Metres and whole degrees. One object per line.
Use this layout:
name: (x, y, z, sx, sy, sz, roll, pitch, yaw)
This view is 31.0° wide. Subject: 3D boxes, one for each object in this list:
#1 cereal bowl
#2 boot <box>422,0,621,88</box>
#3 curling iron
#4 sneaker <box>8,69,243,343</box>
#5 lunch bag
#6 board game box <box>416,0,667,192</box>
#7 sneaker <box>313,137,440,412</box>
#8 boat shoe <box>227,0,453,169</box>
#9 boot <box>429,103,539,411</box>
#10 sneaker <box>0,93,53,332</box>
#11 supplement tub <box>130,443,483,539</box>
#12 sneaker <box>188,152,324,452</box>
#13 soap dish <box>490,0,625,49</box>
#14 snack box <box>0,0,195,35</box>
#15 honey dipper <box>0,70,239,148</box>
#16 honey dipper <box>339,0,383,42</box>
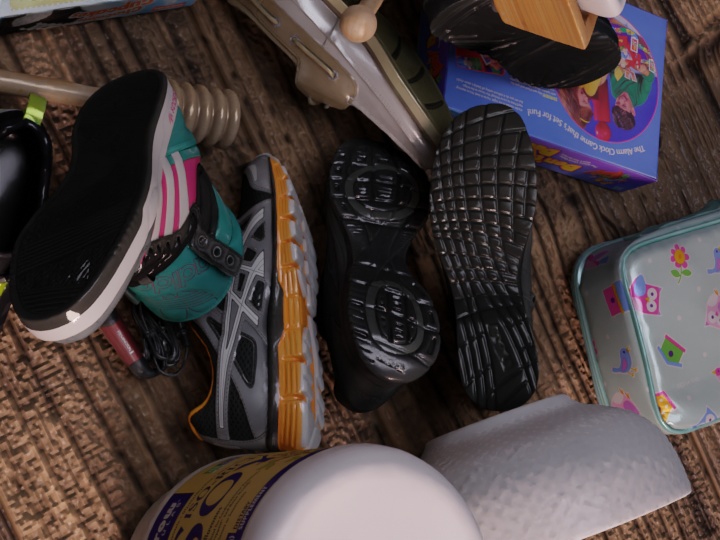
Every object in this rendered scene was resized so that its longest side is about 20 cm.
cereal bowl: (0.097, 0.132, 0.808, 0.199, 0.200, 0.084, -14, 78, -32)
boot: (0.097, -0.223, 0.893, 0.198, 0.073, 0.163, 12, 60, -44)
curling iron: (-0.172, -0.016, 0.776, 0.200, 0.026, 0.050, 51, 39, -8)
sneaker: (-0.121, -0.007, 0.710, 0.200, 0.083, 0.121, -81, 152, -48)
lunch bag: (0.259, 0.032, 0.991, 0.199, 0.077, 0.161, -14, 87, -32)
board game box: (0.137, -0.151, 0.971, 0.199, 0.045, 0.135, 15, 73, -28)
sneaker: (0.000, 0.000, 0.847, 0.076, 0.091, 0.201, 14, 51, -16)
boat shoe: (-0.012, -0.143, 0.866, 0.200, 0.068, 0.075, 52, 20, -5)
boot: (0.081, -0.003, 0.869, 0.067, 0.131, 0.201, -3, 88, 3)
sneaker: (-0.217, -0.002, 0.698, 0.071, 0.083, 0.201, 19, 82, -24)
supplement tub: (-0.039, 0.171, 0.714, 0.145, 0.200, 0.146, 6, 77, -30)
sneaker: (-0.067, 0.017, 0.800, 0.077, 0.078, 0.201, -7, 61, 9)
soap dish: (0.103, -0.254, 0.763, 0.200, 0.081, 0.158, 58, 40, -41)
snack box: (-0.200, -0.206, 0.784, 0.199, 0.037, 0.117, -16, 87, -32)
honey dipper: (-0.169, -0.103, 0.773, 0.199, 0.038, 0.038, 5, 78, -31)
honey dipper: (0.016, -0.187, 0.849, 0.038, 0.038, 0.200, 46, 27, -15)
